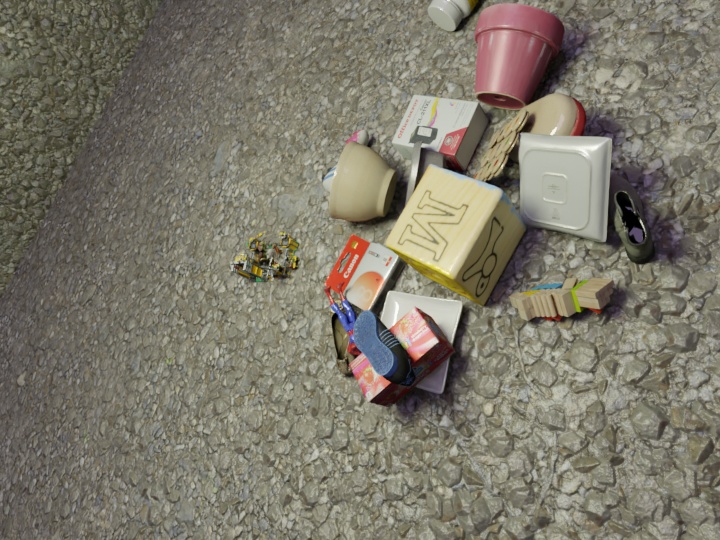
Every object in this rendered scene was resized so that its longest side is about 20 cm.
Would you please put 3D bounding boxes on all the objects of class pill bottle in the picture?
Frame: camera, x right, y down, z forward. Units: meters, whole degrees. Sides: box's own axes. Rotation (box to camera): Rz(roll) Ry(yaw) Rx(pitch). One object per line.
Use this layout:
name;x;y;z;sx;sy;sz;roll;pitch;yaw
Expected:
pill bottle;0.276;-0.767;1.393;0.114;0.114;0.202;36;93;38

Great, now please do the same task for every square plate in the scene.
square plate;0.124;0.157;1.159;0.196;0.028;0.203;7;75;37
square plate;0.392;-0.165;1.017;0.199;0.028;0.202;23;128;50

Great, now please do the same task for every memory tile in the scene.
memory tile;0.304;-0.265;1.137;0.017;0.200;0.155;27;88;-3

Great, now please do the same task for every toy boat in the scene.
toy boat;0.414;-0.290;1.099;0.200;0.128;0.133;-162;87;-77

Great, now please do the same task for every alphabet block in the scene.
alphabet block;0.207;-0.074;1.105;0.195;0.195;0.202;29;87;40

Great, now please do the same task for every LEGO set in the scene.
LEGO set;-0.283;-0.045;1.473;0.197;0.115;0.156;6;74;35

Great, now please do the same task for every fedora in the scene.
fedora;0.157;-0.207;1.226;0.089;0.203;0.178;10;36;5

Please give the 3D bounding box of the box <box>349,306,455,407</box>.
box;0.086;0.186;1.086;0.200;0.095;0.100;-42;53;13

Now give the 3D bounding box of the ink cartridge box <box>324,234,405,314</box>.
ink cartridge box;0.000;0.000;1.305;0.198;0.050;0.164;28;88;35

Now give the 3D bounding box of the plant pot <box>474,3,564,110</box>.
plant pot;0.349;-0.481;1.189;0.198;0.198;0.182;20;98;38

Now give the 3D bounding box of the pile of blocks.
pile of blocks;0.398;0.062;1.011;0.198;0.082;0.063;-10;108;41

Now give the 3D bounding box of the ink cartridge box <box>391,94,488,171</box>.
ink cartridge box;0.197;-0.349;1.293;0.198;0.083;0.148;22;84;38

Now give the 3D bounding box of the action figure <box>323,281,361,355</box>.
action figure;-0.016;0.121;1.216;0.099;0.064;0.203;-36;74;58

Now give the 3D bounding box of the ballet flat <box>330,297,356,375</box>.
ballet flat;-0.047;0.158;1.272;0.067;0.046;0.203;-20;61;26

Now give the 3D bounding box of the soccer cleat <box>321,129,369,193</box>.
soccer cleat;-0.026;-0.295;1.440;0.086;0.070;0.201;44;103;28

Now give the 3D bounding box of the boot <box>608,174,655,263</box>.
boot;0.498;-0.120;0.961;0.067;0.130;0.203;-22;60;24

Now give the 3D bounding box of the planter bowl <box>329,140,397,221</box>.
planter bowl;0.017;-0.212;1.309;0.133;0.200;0.203;18;80;10

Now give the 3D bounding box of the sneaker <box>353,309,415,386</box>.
sneaker;0.046;0.157;1.027;0.070;0.078;0.201;-48;31;12
